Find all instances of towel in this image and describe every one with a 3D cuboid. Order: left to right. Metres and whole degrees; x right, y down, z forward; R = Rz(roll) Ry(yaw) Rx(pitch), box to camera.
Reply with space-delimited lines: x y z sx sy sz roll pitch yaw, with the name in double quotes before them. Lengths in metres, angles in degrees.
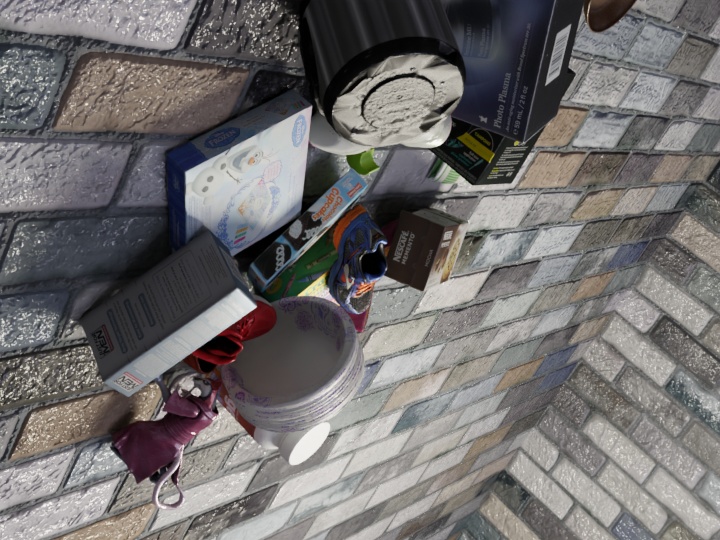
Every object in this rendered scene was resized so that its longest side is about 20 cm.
"towel" 0.202 -0.217 1.776 0.199 0.023 0.154 -13 138 -55

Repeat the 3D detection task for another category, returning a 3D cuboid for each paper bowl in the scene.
"paper bowl" -0.091 0.142 1.458 0.200 0.200 0.105 -38 135 -22

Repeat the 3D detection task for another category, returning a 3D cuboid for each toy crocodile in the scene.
"toy crocodile" 0.025 -0.224 1.416 0.067 0.062 0.202 -18 141 -49

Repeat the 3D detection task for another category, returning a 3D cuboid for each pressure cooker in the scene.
"pressure cooker" 0.020 -0.268 1.199 0.177 0.203 0.176 6 146 -36

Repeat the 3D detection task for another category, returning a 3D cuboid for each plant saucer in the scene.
"plant saucer" 0.437 -0.501 1.748 0.200 0.037 0.202 -38 152 -23

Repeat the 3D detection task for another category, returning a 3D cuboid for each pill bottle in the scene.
"pill bottle" -0.142 0.196 1.570 0.112 0.200 0.113 -38 153 -23

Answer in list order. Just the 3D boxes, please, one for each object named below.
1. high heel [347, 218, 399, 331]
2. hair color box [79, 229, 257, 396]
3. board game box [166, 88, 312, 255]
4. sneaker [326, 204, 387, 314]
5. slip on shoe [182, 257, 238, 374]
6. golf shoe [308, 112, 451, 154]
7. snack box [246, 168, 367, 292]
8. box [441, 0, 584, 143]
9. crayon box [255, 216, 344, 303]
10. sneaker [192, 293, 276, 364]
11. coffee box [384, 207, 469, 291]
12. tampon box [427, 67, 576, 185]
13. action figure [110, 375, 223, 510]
"high heel" 0.032 0.006 1.717 0.200 0.096 0.068 -44 155 -10
"hair color box" -0.236 0.052 1.263 0.199 0.100 0.061 -34 148 4
"board game box" -0.153 -0.105 1.307 0.198 0.043 0.202 -32 151 -31
"sneaker" 0.000 0.000 1.538 0.075 0.078 0.202 -34 147 -26
"slip on shoe" -0.205 0.063 1.442 0.074 0.061 0.202 -18 140 -45
"golf shoe" 0.013 -0.191 1.317 0.091 0.197 0.077 -5 91 -69
"snack box" -0.077 -0.055 1.465 0.200 0.037 0.116 -45 -179 -11
"box" 0.162 -0.298 1.316 0.123 0.196 0.203 -38 144 -48
"crayon box" -0.067 0.017 1.611 0.199 0.058 0.119 -40 153 -20
"sneaker" -0.168 0.087 1.360 0.198 0.115 0.079 -4 118 -44
"coffee box" 0.111 -0.039 1.728 0.200 0.079 0.115 -13 123 -73
"tampon box" 0.197 -0.253 1.559 0.126 0.150 0.202 -10 135 -55
"action figure" -0.265 0.228 1.490 0.199 0.150 0.134 -40 152 14
